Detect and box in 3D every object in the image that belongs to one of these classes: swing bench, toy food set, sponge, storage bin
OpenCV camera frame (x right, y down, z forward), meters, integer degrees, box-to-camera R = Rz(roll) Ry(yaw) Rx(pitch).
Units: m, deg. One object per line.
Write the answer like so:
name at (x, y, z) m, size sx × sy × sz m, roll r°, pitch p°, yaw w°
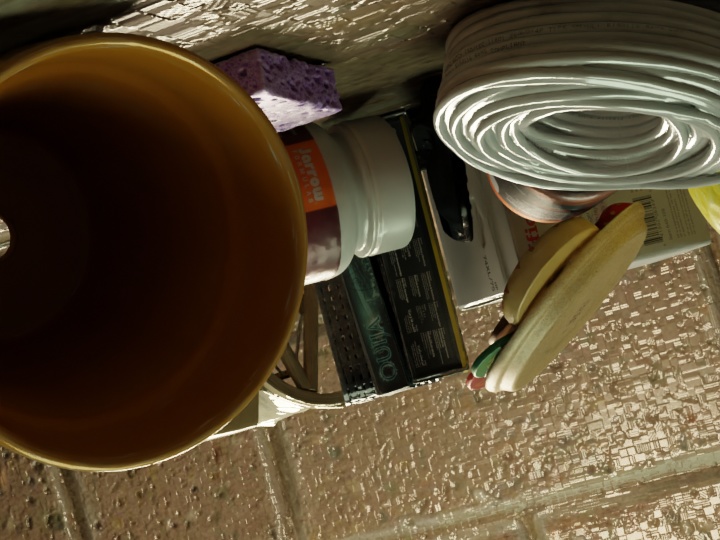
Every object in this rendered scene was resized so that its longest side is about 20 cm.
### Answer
swing bench at (-0.112, 0.062, 1.669) m, size 0.130 × 0.200 × 0.199 m, roll -12°, pitch 174°, yaw -31°
toy food set at (0.156, 0.021, 1.314) m, size 0.200 × 0.049 × 0.198 m, roll -35°, pitch 160°, yaw -48°
sponge at (-0.120, -0.082, 0.979) m, size 0.200 × 0.030 × 0.112 m, roll -17°, pitch 175°, yaw 22°
storage bin at (0.005, 0.017, 1.514) m, size 0.094 × 0.200 × 0.135 m, roll -14°, pitch 175°, yaw -1°

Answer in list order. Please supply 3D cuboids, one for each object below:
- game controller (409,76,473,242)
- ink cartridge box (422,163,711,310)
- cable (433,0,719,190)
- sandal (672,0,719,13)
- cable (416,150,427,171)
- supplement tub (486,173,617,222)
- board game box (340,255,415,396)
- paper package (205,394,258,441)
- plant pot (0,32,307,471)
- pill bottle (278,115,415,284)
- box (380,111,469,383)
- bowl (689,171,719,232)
game controller at (0.066, -0.076, 1.195) m, size 0.042 × 0.105 × 0.200 m, roll -18°, pitch 175°, yaw 4°
ink cartridge box at (0.187, -0.062, 1.513) m, size 0.200 × 0.147 × 0.146 m, roll -13°, pitch 175°, yaw -23°
cable at (0.145, -0.106, 0.990) m, size 0.200 × 0.069 × 0.200 m, roll -6°, pitch 160°, yaw 36°
sandal at (0.155, -0.147, 1.049) m, size 0.076 × 0.043 × 0.200 m, roll 10°, pitch 164°, yaw -26°
cable at (-0.017, -0.062, 1.418) m, size 0.200 × 0.050 × 0.097 m, roll -12°, pitch 173°, yaw -24°
supplement tub at (0.152, -0.093, 1.267) m, size 0.107 × 0.107 × 0.200 m, roll -15°, pitch 176°, yaw -3°
board game box at (0.000, 0.000, 1.286) m, size 0.028 × 0.200 × 0.135 m, roll -17°, pitch 175°, yaw 3°
paper package at (-0.166, 0.044, 1.274) m, size 0.103 × 0.191 × 0.200 m, roll 2°, pitch -177°, yaw 22°
plant pot at (-0.157, -0.013, 0.821) m, size 0.200 × 0.201 × 0.183 m, roll -13°, pitch -170°, yaw -31°
pill bottle at (-0.071, -0.040, 1.125) m, size 0.200 × 0.114 × 0.114 m, roll -14°, pitch 175°, yaw -18°
box at (0.041, -0.012, 1.290) m, size 0.049 × 0.200 × 0.160 m, roll -14°, pitch 175°, yaw 1°
bowl at (0.283, -0.120, 1.143) m, size 0.200 × 0.201 × 0.108 m, roll -11°, pitch -144°, yaw -41°
